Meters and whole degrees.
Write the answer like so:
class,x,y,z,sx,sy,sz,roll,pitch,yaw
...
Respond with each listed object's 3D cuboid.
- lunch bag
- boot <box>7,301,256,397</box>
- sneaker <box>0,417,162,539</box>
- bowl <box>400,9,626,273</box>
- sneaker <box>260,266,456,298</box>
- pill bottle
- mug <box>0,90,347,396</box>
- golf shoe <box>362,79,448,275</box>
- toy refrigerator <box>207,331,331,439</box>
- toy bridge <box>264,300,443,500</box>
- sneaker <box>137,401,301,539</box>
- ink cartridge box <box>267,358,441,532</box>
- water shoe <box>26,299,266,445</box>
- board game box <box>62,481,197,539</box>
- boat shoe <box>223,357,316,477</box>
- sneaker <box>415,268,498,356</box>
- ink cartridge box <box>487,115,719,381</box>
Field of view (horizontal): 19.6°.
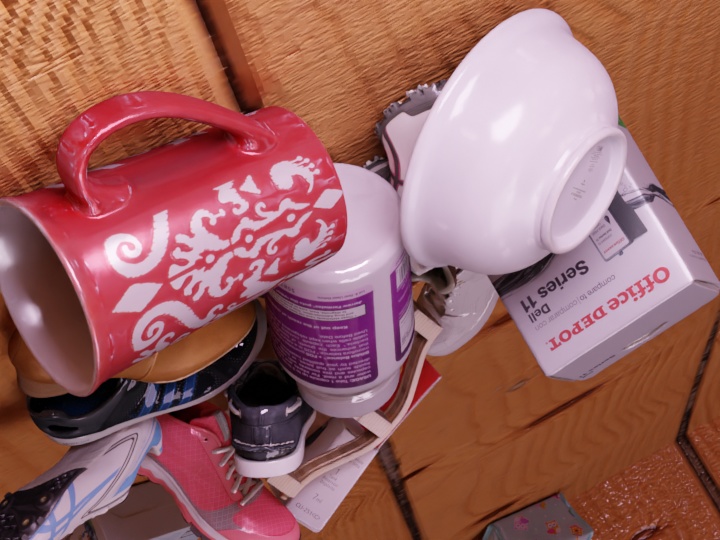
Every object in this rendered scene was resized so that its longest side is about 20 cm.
class,x,y,z,sx,sy,sz,roll,pitch,yaw
lunch bag,0.276,0.487,3.493,0.170,0.122,0.200,-20,147,-31
boot,-0.157,0.034,1.514,0.201,0.071,0.144,-18,164,-20
sneaker,-0.227,0.181,1.669,0.072,0.073,0.200,0,-143,46
bowl,0.123,-0.074,1.464,0.201,0.090,0.201,-42,150,-32
sneaker,0.000,0.000,1.675,0.200,0.076,0.070,-17,160,-38
pill bottle,-0.016,0.022,1.560,0.112,0.112,0.200,-25,145,-15
mug,-0.111,-0.029,1.311,0.200,0.133,0.178,-25,165,-28
golf shoe,0.054,-0.074,1.531,0.077,0.088,0.200,-22,161,-20
toy refrigerator,-0.054,0.090,1.824,0.076,0.070,0.200,32,128,-22
toy bridge,-0.001,0.116,1.746,0.067,0.027,0.200,37,96,-32
sneaker,-0.126,0.162,1.753,0.087,0.200,0.074,-54,176,33
ink cartridge box,-0.022,0.124,1.881,0.176,0.045,0.200,-53,-160,4
water shoe,-0.164,0.076,1.631,0.200,0.072,0.079,-30,162,-3
board game box,-0.255,0.288,2.125,0.147,0.064,0.200,-11,154,-45
boat shoe,-0.072,0.102,1.677,0.076,0.060,0.200,-5,-163,-5
sneaker,0.075,0.002,1.822,0.116,0.074,0.200,-8,141,-47
ink cartridge box,0.168,-0.032,1.644,0.147,0.200,0.083,-36,163,18
